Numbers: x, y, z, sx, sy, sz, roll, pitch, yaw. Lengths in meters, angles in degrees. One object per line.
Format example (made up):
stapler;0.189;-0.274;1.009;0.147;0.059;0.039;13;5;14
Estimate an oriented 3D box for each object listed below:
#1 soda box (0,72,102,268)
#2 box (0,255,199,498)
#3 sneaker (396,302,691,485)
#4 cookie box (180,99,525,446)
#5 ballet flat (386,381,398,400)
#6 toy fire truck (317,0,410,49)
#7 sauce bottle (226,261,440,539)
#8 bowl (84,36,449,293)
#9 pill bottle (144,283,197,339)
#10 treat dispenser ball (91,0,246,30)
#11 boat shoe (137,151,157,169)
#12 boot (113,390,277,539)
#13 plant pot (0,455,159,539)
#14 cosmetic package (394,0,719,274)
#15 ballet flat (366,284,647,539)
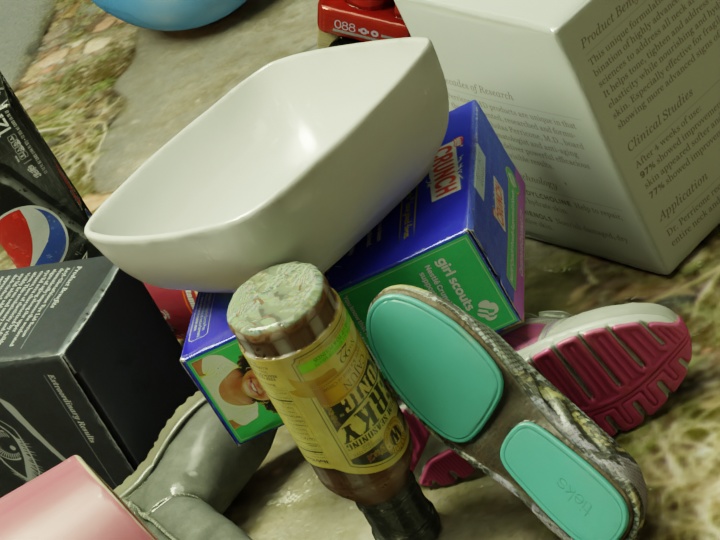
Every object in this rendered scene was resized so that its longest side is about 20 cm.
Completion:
soda box;-0.236;-0.043;1.744;0.063;0.200;0.071;-30;31;1
box;-0.220;0.085;1.600;0.199;0.148;0.104;-7;37;30
sneaker;0.103;0.055;1.445;0.199;0.081;0.088;-17;35;18
cookie box;0.000;0.000;1.480;0.200;0.075;0.171;-25;26;18
ballet flat;0.037;0.018;1.552;0.064;0.076;0.200;-53;8;47
toy fire truck;0.064;-0.222;1.730;0.175;0.200;0.129;15;46;14
sauce bottle;-0.009;0.085;1.375;0.065;0.200;0.065;-19;37;15
bowl;-0.048;-0.053;1.445;0.200;0.075;0.199;-43;23;-29
pill bottle;-0.065;-0.015;1.656;0.199;0.110;0.110;-9;36;30
treat dispenser ball;-0.166;-0.308;2.074;0.200;0.201;0.201;-20;32;13
boat shoe;-0.078;-0.091;1.820;0.200;0.072;0.069;-23;16;16
boot;-0.078;0.162;1.447;0.182;0.073;0.200;-50;28;-8
plant pot;-0.179;0.208;1.318;0.179;0.200;0.200;-43;33;-6
cosmetic package;0.162;-0.136;1.561;0.167;0.200;0.166;-42;33;-22
ballet flat;0.086;0.083;1.361;0.200;0.072;0.072;43;69;13
